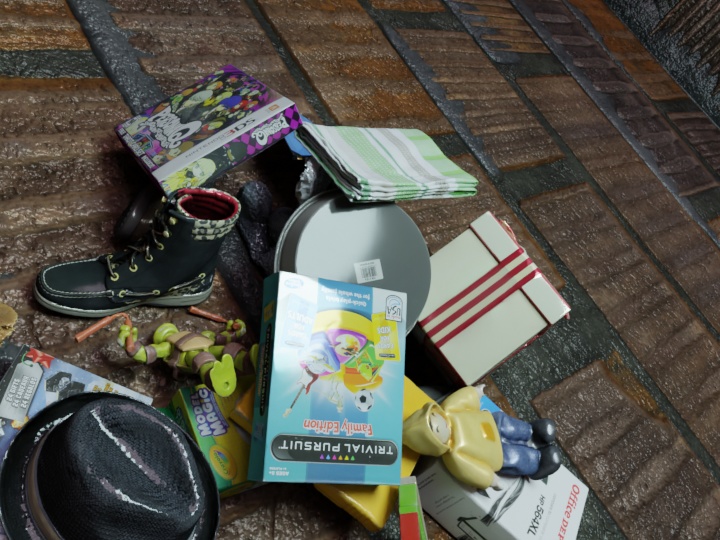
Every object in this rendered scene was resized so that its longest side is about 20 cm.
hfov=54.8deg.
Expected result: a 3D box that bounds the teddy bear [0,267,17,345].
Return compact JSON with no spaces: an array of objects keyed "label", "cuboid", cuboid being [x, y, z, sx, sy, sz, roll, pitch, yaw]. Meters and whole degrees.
[{"label":"teddy bear","cuboid":[-0.421,0.024,0.659,0.199,0.067,0.145,28,34,-5]}]

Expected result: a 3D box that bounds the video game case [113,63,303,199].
[{"label":"video game case","cuboid":[-0.191,-0.175,0.849,0.181,0.036,0.200,-33,41,-14]}]

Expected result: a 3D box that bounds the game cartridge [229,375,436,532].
[{"label":"game cartridge","cuboid":[-0.020,0.159,0.778,0.200,0.032,0.176,41,48,-4]}]

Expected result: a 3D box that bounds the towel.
[{"label":"towel","cuboid":[0.035,-0.138,0.844,0.199,0.031,0.149,-8,46,-38]}]

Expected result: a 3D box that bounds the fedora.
[{"label":"fedora","cuboid":[-0.201,0.180,0.597,0.200,0.092,0.201,20,47,-23]}]

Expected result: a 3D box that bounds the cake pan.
[{"label":"cake pan","cuboid":[0.000,0.000,0.801,0.199,0.037,0.202,4,82,-25]}]

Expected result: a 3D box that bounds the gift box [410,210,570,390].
[{"label":"gift box","cuboid":[0.157,0.042,0.943,0.186,0.200,0.185,-36,81,-5]}]

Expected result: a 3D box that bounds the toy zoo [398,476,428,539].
[{"label":"toy zoo","cuboid":[0.059,0.322,0.677,0.020,0.132,0.200,-9,29,6]}]

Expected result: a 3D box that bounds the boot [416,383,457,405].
[{"label":"boot","cuboid":[0.015,0.123,0.893,0.181,0.073,0.200,-17,60,-45]}]

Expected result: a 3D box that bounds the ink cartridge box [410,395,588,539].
[{"label":"ink cartridge box","cuboid":[0.171,0.270,0.861,0.200,0.084,0.146,41,42,1]}]

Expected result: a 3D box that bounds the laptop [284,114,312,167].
[{"label":"laptop","cuboid":[-0.029,-0.194,1.026,0.187,0.199,0.117,15,79,-67]}]

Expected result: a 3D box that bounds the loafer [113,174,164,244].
[{"label":"loafer","cuboid":[-0.243,-0.094,0.884,0.071,0.073,0.201,38,43,-22]}]

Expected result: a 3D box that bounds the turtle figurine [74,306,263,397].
[{"label":"turtle figurine","cuboid":[-0.183,0.088,0.739,0.161,0.065,0.199,14,8,39]}]

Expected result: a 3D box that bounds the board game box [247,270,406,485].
[{"label":"board game box","cuboid":[-0.029,0.113,0.711,0.150,0.047,0.201,10,73,-27]}]

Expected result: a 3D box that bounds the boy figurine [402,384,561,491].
[{"label":"boy figurine","cuboid":[0.132,0.185,0.795,0.199,0.064,0.125,18,54,-25]}]

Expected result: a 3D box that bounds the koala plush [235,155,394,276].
[{"label":"koala plush","cuboid":[-0.043,-0.076,0.908,0.177,0.200,0.185,1,55,-36]}]

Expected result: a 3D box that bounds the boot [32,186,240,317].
[{"label":"boot","cuboid":[-0.238,-0.024,0.754,0.203,0.154,0.074,-2,52,-36]}]

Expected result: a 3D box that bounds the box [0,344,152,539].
[{"label":"box","cuboid":[-0.291,0.180,0.631,0.136,0.040,0.201,28,43,-16]}]

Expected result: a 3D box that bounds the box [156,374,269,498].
[{"label":"box","cuboid":[-0.121,0.174,0.757,0.199,0.048,0.118,-8,60,-38]}]
